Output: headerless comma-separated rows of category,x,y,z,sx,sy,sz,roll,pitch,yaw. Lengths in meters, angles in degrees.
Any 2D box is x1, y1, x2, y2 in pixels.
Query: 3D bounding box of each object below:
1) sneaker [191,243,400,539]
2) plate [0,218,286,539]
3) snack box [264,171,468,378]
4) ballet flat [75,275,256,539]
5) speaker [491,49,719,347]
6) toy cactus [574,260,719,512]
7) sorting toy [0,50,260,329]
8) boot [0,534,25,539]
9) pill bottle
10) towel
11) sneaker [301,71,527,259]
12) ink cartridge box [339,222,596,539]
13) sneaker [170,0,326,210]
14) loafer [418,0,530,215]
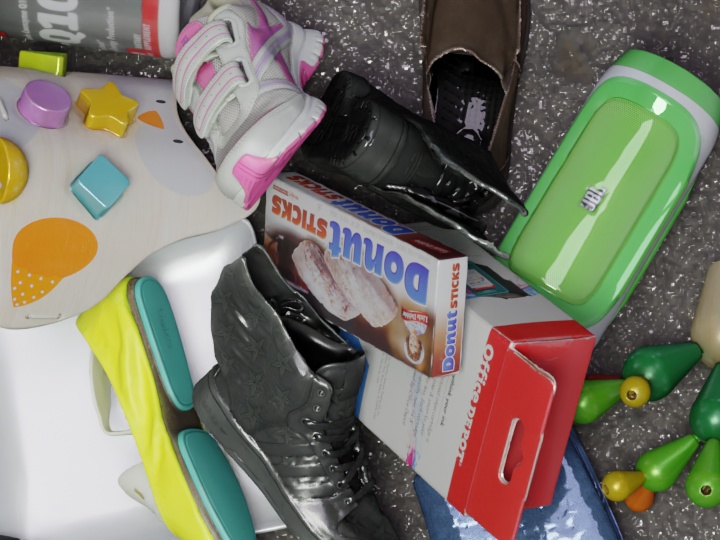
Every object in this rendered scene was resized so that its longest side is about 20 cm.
sneaker,-0.027,0.088,1.596,0.200,0.060,0.104,46,121,3
plate,-0.147,0.082,1.680,0.199,0.032,0.201,-12,80,0
snack box,0.000,0.000,1.591,0.024,0.200,0.072,-6,109,-31
ballet flat,-0.124,0.101,1.635,0.067,0.067,0.201,-26,76,19
speaker,0.147,-0.035,1.665,0.088,0.088,0.201,30,82,7
toy cactus,0.226,0.077,1.650,0.199,0.102,0.166,7,61,6
sorting toy,-0.160,-0.075,1.658,0.179,0.107,0.200,-5,46,-24
boot,-0.283,0.254,1.641,0.164,0.066,0.201,11,94,26
pill bottle,-0.204,-0.203,1.695,0.199,0.114,0.115,8,80,4
towel,0.115,0.197,1.640,0.111,0.049,0.201,-23,80,3
sneaker,0.031,-0.064,1.606,0.104,0.200,0.060,27,95,-15
ink cartridge box,0.068,0.065,1.582,0.067,0.200,0.117,-4,119,-35
sneaker,-0.078,-0.109,1.632,0.088,0.200,0.081,33,112,-17
loafer,0.074,-0.138,1.693,0.073,0.071,0.201,-1,79,2
